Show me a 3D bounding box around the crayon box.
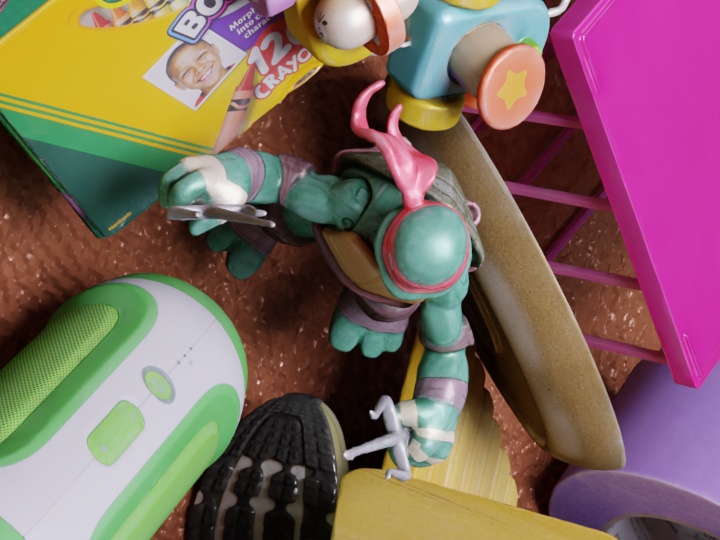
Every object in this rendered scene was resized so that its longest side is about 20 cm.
[{"bbox_3d":[-0.054,-0.118,0.818,0.200,0.058,0.119,-39,145,-4],"label":"crayon box"}]

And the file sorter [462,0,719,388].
[{"bbox_3d":[0.113,-0.075,1.032,0.139,0.125,0.200,-49,131,-30],"label":"file sorter"}]

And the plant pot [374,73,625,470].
[{"bbox_3d":[0.053,0.002,0.958,0.027,0.200,0.200,-28,124,-4],"label":"plant pot"}]

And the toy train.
[{"bbox_3d":[0.042,-0.121,0.806,0.150,0.056,0.200,-46,145,5],"label":"toy train"}]

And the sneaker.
[{"bbox_3d":[-0.023,0.143,0.990,0.089,0.077,0.201,-28,124,-55],"label":"sneaker"}]

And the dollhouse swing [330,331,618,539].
[{"bbox_3d":[0.087,0.142,0.940,0.176,0.181,0.200,-56,145,-34],"label":"dollhouse swing"}]

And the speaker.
[{"bbox_3d":[-0.109,0.073,0.798,0.200,0.088,0.089,-52,138,-61],"label":"speaker"}]

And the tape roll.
[{"bbox_3d":[0.199,0.135,1.120,0.085,0.200,0.200,-51,132,-25],"label":"tape roll"}]

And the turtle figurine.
[{"bbox_3d":[0.000,0.000,0.835,0.101,0.200,0.150,-38,98,-6],"label":"turtle figurine"}]
